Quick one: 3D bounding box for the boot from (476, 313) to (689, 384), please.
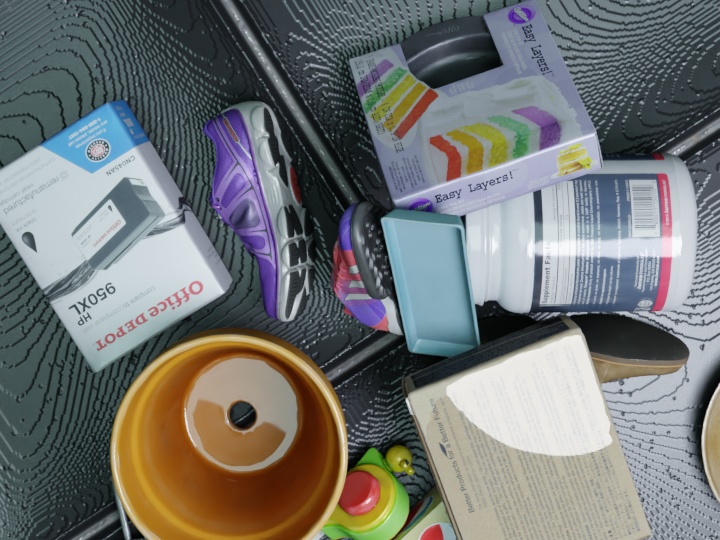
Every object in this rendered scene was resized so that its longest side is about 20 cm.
[{"bbox_3d":[0.202,0.088,1.468,0.198,0.074,0.076,1,115,4],"label":"boot"}]

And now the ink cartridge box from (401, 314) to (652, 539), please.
[{"bbox_3d":[0.144,0.162,1.393,0.163,0.075,0.202,-20,101,1],"label":"ink cartridge box"}]

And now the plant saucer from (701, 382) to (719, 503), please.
[{"bbox_3d":[0.413,0.156,1.483,0.198,0.035,0.202,0,96,-1],"label":"plant saucer"}]

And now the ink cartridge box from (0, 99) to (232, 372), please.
[{"bbox_3d":[-0.227,-0.032,1.437,0.144,0.084,0.201,-31,96,4],"label":"ink cartridge box"}]

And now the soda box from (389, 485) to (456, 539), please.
[{"bbox_3d":[0.096,0.226,1.474,0.200,0.068,0.064,-44,95,5],"label":"soda box"}]

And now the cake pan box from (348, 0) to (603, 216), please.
[{"bbox_3d":[0.096,-0.139,1.386,0.183,0.201,0.053,-16,138,2],"label":"cake pan box"}]

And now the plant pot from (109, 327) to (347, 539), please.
[{"bbox_3d":[-0.108,0.142,1.407,0.198,0.183,0.202,0,96,1],"label":"plant pot"}]

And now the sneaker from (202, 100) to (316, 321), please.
[{"bbox_3d":[-0.095,-0.051,1.452,0.083,0.081,0.202,-13,89,18],"label":"sneaker"}]

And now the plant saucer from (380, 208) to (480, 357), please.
[{"bbox_3d":[0.065,0.013,1.362,0.069,0.201,0.019,6,55,14],"label":"plant saucer"}]

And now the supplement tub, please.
[{"bbox_3d":[0.189,-0.033,1.408,0.198,0.140,0.142,0,97,1],"label":"supplement tub"}]

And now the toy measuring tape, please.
[{"bbox_3d":[-0.014,0.245,1.462,0.073,0.074,0.200,41,82,-4],"label":"toy measuring tape"}]

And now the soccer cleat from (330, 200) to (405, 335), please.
[{"bbox_3d":[0.000,0.000,1.393,0.073,0.200,0.069,8,68,17],"label":"soccer cleat"}]

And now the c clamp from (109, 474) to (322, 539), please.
[{"bbox_3d":[-0.129,0.266,1.499,0.198,0.027,0.173,-7,98,0],"label":"c clamp"}]
